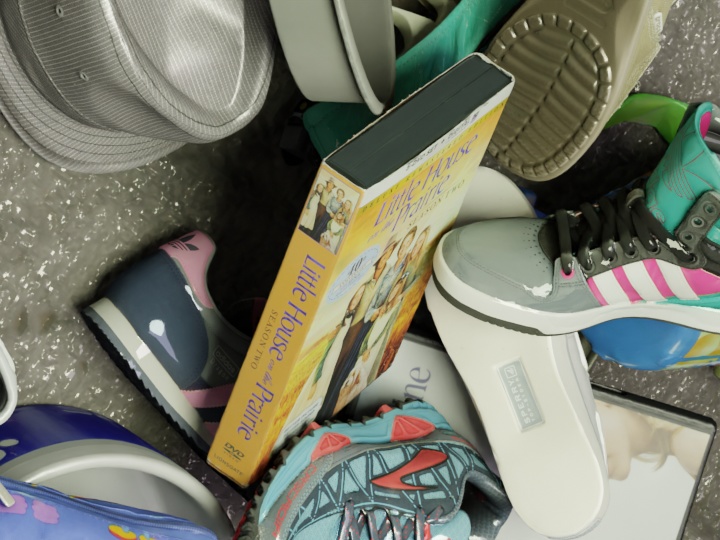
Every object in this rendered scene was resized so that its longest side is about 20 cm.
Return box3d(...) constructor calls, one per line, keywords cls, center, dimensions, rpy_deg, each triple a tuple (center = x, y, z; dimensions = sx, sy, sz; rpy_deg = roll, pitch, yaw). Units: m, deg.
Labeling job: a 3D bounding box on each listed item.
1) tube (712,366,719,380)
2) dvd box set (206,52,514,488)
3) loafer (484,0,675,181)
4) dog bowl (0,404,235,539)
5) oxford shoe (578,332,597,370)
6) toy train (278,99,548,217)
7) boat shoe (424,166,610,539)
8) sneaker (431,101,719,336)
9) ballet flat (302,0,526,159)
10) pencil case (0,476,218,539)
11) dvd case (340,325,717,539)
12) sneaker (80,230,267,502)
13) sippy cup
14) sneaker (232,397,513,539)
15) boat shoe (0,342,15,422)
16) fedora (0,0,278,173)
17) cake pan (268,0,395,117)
box3d(cls="tube", center=(0.256, -0.028, 1.730), dimensions=(0.058, 0.052, 0.201), rpy_deg=(-25, 129, -75))
box3d(cls="dvd box set", center=(0.000, 0.000, 1.452), dimensions=(0.146, 0.029, 0.201), rpy_deg=(-38, 157, -49))
box3d(cls="loafer", center=(0.121, -0.129, 1.468), dimensions=(0.068, 0.076, 0.201), rpy_deg=(-31, 156, -50))
box3d(cls="dog bowl", center=(-0.161, 0.173, 1.499), dimensions=(0.199, 0.079, 0.201), rpy_deg=(-14, 116, -30))
box3d(cls="oxford shoe", center=(0.071, 0.094, 1.642), dimensions=(0.075, 0.058, 0.201), rpy_deg=(28, 94, -42))
box3d(cls="toy train", center=(0.037, -0.046, 1.577), dimensions=(0.199, 0.034, 0.046), rpy_deg=(26, 81, -38))
box3d(cls="boat shoe", center=(0.088, 0.043, 1.557), dimensions=(0.072, 0.069, 0.201), rpy_deg=(-24, 83, 9))
box3d(cls="sneaker", center=(0.141, -0.028, 1.464), dimensions=(0.199, 0.084, 0.121), rpy_deg=(1, 135, -12))
box3d(cls="ballet flat", center=(0.038, -0.125, 1.518), dimensions=(0.070, 0.067, 0.200), rpy_deg=(45, 62, -8))
box3d(cls="pencil case", center=(-0.149, 0.137, 1.391), dimensions=(0.199, 0.078, 0.087), rpy_deg=(22, 118, -39))
box3d(cls="dvd case", center=(0.081, 0.120, 1.611), dimensions=(0.199, 0.018, 0.144), rpy_deg=(17, 102, 0))
box3d(cls="sneaker", center=(-0.059, 0.063, 1.530), dimensions=(0.082, 0.070, 0.200), rpy_deg=(-44, 129, -8))
box3d(cls="sippy cup", center=(0.184, -0.003, 1.612), dimensions=(0.130, 0.177, 0.140), rpy_deg=(-15, 128, -45))
box3d(cls="sneaker", center=(0.013, 0.124, 1.498), dimensions=(0.200, 0.095, 0.080), rpy_deg=(-22, 141, -53))
box3d(cls="boat shoe", center=(-0.227, 0.002, 1.379), dimensions=(0.072, 0.068, 0.201), rpy_deg=(-39, 126, -16))
box3d(cls="fedora", center=(-0.095, -0.130, 1.412), dimensions=(0.176, 0.090, 0.201), rpy_deg=(-26, 122, -23))
box3d(cls="cake pan", center=(-0.020, -0.170, 1.403), dimensions=(0.036, 0.201, 0.201), rpy_deg=(-9, 120, 9))
